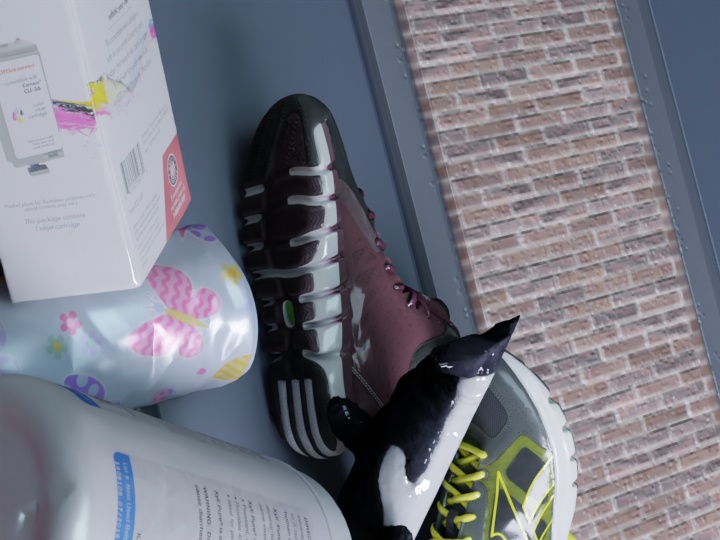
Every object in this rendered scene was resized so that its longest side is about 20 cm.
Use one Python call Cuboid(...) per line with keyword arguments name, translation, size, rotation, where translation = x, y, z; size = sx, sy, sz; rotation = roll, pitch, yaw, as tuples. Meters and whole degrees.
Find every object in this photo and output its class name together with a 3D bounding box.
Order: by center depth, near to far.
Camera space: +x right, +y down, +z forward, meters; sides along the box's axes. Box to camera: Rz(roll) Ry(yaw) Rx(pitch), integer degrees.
Cuboid(name="supplement tub", translation=(-0.107, 0.132, 0.733), size=(0.200, 0.131, 0.133), rotation=(29, 64, -50))
Cuboid(name="ink cartridge box", translation=(-0.141, -0.101, 0.747), size=(0.117, 0.067, 0.201), rotation=(-73, 155, -66))
Cuboid(name="pencil case", translation=(-0.148, 0.042, 0.792), size=(0.199, 0.083, 0.091), rotation=(-20, 104, -34))
Cuboid(name="orca plush", translation=(0.011, 0.090, 0.823), size=(0.071, 0.200, 0.105), rotation=(25, 55, 4))
Cuboid(name="sneaker", translation=(0.076, 0.137, 0.905), size=(0.084, 0.074, 0.201), rotation=(-23, 108, -27))
Cuboid(name="sneaker", translation=(0.000, 0.000, 0.909), size=(0.115, 0.075, 0.201), rotation=(-6, 94, -38))
